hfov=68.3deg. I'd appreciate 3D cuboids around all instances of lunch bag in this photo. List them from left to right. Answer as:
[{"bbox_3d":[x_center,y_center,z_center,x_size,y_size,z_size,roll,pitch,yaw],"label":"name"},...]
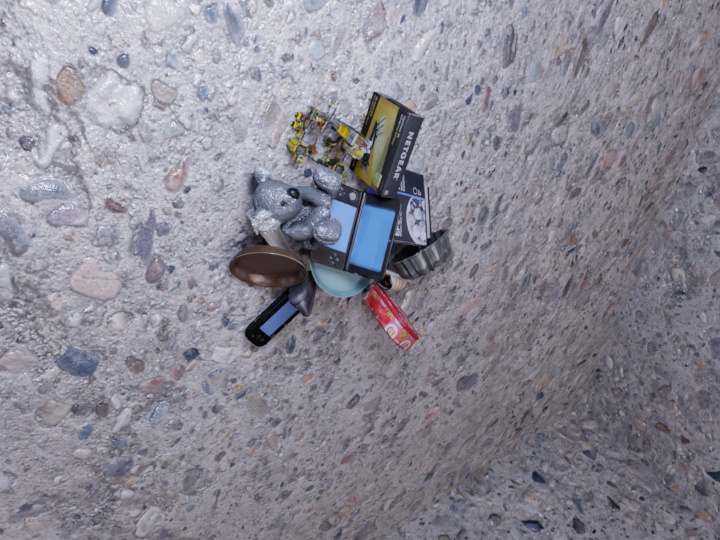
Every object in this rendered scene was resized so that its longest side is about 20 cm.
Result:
[{"bbox_3d":[0.085,0.140,1.639,0.082,0.201,0.176,-41,140,5],"label":"lunch bag"}]

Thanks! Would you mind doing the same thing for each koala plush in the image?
[{"bbox_3d":[-0.164,-0.143,1.211,0.195,0.185,0.181,12,158,-40],"label":"koala plush"}]

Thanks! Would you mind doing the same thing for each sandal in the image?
[{"bbox_3d":[0.072,0.028,1.624,0.202,0.078,0.062,20,79,-40],"label":"sandal"}]

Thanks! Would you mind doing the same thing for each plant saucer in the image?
[{"bbox_3d":[-0.226,-0.012,1.310,0.191,0.036,0.202,1,155,1],"label":"plant saucer"},{"bbox_3d":[-0.045,-0.036,1.375,0.193,0.027,0.209,-3,97,-28],"label":"plant saucer"}]

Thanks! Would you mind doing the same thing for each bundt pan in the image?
[{"bbox_3d":[0.187,-0.040,1.581,0.198,0.201,0.078,-33,98,-15],"label":"bundt pan"}]

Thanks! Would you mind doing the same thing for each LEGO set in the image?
[{"bbox_3d":[-0.066,-0.286,1.239,0.198,0.116,0.156,27,103,-48],"label":"LEGO set"}]

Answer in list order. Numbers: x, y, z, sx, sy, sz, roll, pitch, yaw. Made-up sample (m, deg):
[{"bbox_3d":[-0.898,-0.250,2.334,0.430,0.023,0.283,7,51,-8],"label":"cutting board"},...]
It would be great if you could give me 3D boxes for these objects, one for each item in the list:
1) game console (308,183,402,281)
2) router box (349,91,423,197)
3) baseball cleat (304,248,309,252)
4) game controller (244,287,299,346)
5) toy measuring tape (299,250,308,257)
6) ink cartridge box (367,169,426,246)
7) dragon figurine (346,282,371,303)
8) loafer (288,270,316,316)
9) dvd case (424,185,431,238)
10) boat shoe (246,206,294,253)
[{"bbox_3d":[-0.014,-0.099,1.302,0.171,0.115,0.208,16,88,-32],"label":"game console"},{"bbox_3d":[0.059,-0.307,1.300,0.051,0.157,0.206,-1,122,-38],"label":"router box"},{"bbox_3d":[-0.091,-0.062,1.400,0.106,0.070,0.201,-42,118,-6],"label":"baseball cleat"},{"bbox_3d":[-0.231,0.129,1.480,0.199,0.042,0.105,-42,139,-5],"label":"game controller"},{"bbox_3d":[-0.098,0.011,1.477,0.074,0.074,0.198,-52,138,8],"label":"toy measuring tape"},{"bbox_3d":[0.101,-0.177,1.441,0.195,0.043,0.207,5,81,-41],"label":"ink cartridge box"},{"bbox_3d":[0.000,0.000,1.490,0.098,0.060,0.199,31,120,-33],"label":"dragon figurine"},{"bbox_3d":[-0.148,0.061,1.389,0.070,0.201,0.064,-28,106,8],"label":"loafer"},{"bbox_3d":[0.128,-0.171,1.508,0.194,0.016,0.156,0,85,-39],"label":"dvd case"},{"bbox_3d":[-0.206,-0.094,1.315,0.068,0.072,0.202,-41,130,-6],"label":"boat shoe"}]
